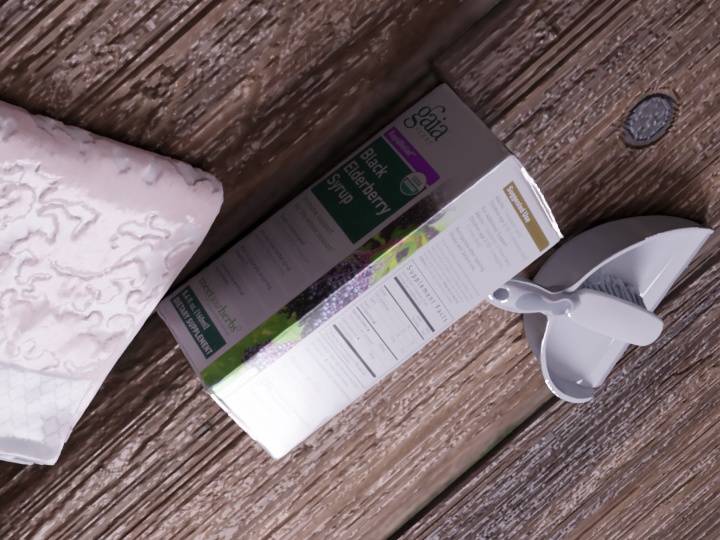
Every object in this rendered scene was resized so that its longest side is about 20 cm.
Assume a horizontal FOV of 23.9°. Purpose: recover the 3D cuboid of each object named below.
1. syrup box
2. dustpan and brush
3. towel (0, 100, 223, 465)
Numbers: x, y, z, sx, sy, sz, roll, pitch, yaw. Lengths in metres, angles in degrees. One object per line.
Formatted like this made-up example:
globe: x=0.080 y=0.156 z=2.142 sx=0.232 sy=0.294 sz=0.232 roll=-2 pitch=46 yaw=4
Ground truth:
syrup box: x=0.000 y=0.000 z=0.911 sx=0.200 sy=0.079 sz=0.081 roll=-38 pitch=135 yaw=0
dustpan and brush: x=0.130 y=0.018 z=1.021 sx=0.199 sy=0.057 sz=0.140 roll=17 pitch=114 yaw=-40
towel: x=-0.189 y=0.007 z=0.831 sx=0.199 sy=0.032 sz=0.191 roll=17 pitch=114 yaw=-41
